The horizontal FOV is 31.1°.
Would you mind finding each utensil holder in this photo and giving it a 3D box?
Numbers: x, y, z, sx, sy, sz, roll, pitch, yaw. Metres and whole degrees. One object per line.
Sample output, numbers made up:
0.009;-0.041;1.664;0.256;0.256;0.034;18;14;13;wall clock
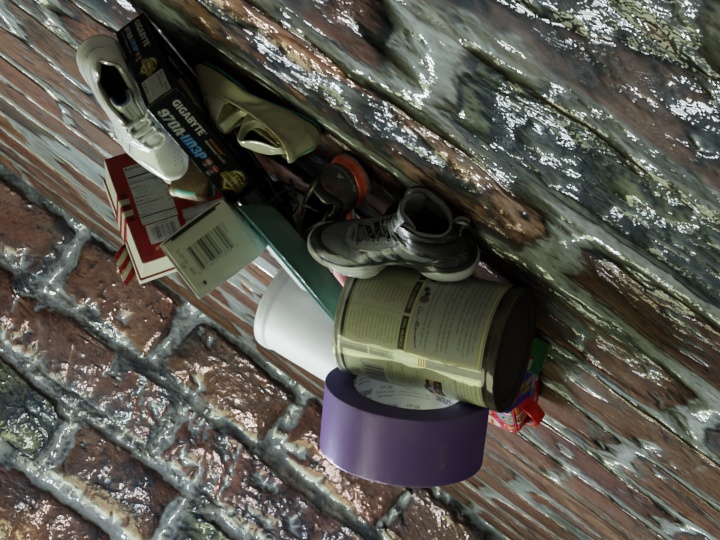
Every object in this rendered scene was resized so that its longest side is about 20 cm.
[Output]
-0.037;0.091;2.016;0.200;0.170;0.170;31;167;23;utensil holder

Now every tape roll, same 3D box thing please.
0.053;0.178;1.547;0.199;0.085;0.200;5;-163;-2;tape roll

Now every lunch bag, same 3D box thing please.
0.186;0.161;1.848;0.176;0.082;0.200;33;167;17;lunch bag

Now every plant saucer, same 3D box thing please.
-0.074;-0.013;1.590;0.200;0.036;0.200;49;177;4;plant saucer

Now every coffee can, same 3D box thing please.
0.087;0.071;1.510;0.199;0.147;0.146;12;159;22;coffee can

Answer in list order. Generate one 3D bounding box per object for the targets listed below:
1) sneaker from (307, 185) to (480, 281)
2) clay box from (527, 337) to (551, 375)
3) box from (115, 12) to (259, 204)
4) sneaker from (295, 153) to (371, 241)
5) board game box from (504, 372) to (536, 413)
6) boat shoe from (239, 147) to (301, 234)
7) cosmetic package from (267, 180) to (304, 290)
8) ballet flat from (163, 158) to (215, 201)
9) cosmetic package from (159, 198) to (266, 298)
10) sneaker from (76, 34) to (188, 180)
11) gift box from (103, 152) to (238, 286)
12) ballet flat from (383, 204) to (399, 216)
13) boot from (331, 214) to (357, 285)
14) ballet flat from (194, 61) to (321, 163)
0.033;-0.046;1.445;0.199;0.076;0.114;6;150;11;sneaker
0.138;0.075;1.683;0.115;0.048;0.200;26;176;-36;clay box
-0.209;-0.193;1.570;0.200;0.046;0.159;51;-171;-48;box
-0.051;-0.067;1.557;0.077;0.082;0.200;46;152;14;sneaker
0.119;0.132;1.696;0.199;0.045;0.134;11;-171;19;board game box
-0.116;-0.092;1.729;0.199;0.068;0.074;49;166;13;boat shoe
-0.066;-0.029;1.860;0.113;0.081;0.200;29;167;34;cosmetic package
-0.235;-0.153;1.706;0.200;0.072;0.068;-106;16;-51;ballet flat
-0.185;-0.033;1.668;0.087;0.103;0.200;53;179;-4;cosmetic package
-0.273;-0.184;1.551;0.200;0.074;0.087;55;-178;-27;sneaker
-0.272;-0.075;1.870;0.187;0.184;0.201;140;114;-77;gift box
0.082;-0.015;1.599;0.066;0.057;0.200;6;159;32;ballet flat
0.000;0.000;1.667;0.144;0.072;0.200;46;163;54;boot
-0.135;-0.181;1.513;0.200;0.070;0.070;30;166;29;ballet flat
